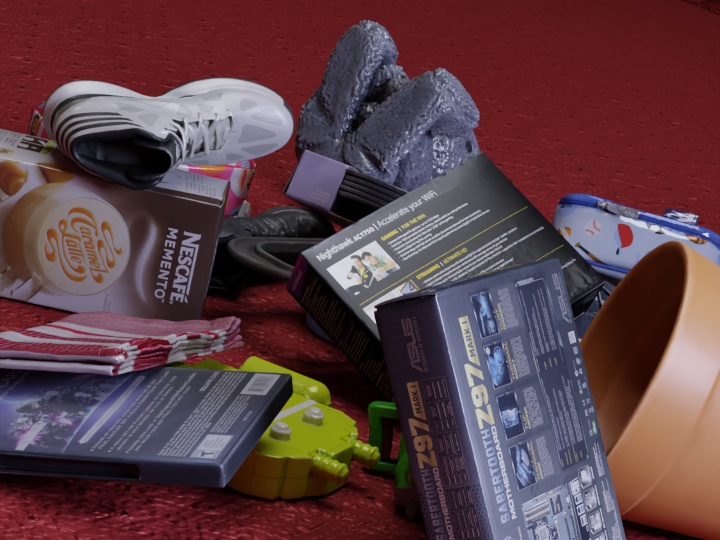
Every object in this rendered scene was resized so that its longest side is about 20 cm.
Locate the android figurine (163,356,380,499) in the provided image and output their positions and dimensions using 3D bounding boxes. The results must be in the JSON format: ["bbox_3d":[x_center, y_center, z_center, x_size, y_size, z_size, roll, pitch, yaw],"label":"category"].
[{"bbox_3d":[-0.085,0.103,1.390,0.200,0.041,0.182,19,17,26],"label":"android figurine"}]

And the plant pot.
[{"bbox_3d":[0.229,0.099,1.412,0.140,0.200,0.200,28,15,-8],"label":"plant pot"}]

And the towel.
[{"bbox_3d":[-0.183,0.047,1.395,0.144,0.023,0.200,2,4,20],"label":"towel"}]

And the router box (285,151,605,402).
[{"bbox_3d":[0.067,0.010,1.566,0.200,0.051,0.149,-29,69,-33],"label":"router box"}]

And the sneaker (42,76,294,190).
[{"bbox_3d":[-0.136,-0.094,1.575,0.200,0.076,0.115,-1,29,-21],"label":"sneaker"}]

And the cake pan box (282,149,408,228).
[{"bbox_3d":[0.052,-0.035,1.825,0.184,0.052,0.200,21,-3,32],"label":"cake pan box"}]

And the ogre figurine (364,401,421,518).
[{"bbox_3d":[0.059,0.091,1.397,0.098,0.120,0.200,13,17,-16],"label":"ogre figurine"}]

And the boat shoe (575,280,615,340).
[{"bbox_3d":[0.181,0.032,1.693,0.200,0.062,0.075,22,11,-42],"label":"boat shoe"}]

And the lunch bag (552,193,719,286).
[{"bbox_3d":[0.234,-0.004,1.792,0.160,0.076,0.200,17,-14,12],"label":"lunch bag"}]

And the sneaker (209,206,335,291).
[{"bbox_3d":[-0.104,-0.014,1.732,0.200,0.060,0.104,1,18,-20],"label":"sneaker"}]

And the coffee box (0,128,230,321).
[{"bbox_3d":[-0.211,-0.031,1.600,0.200,0.114,0.080,12,16,-2],"label":"coffee box"}]

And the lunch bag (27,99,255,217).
[{"bbox_3d":[-0.199,-0.096,1.882,0.200,0.082,0.176,6,18,-24],"label":"lunch bag"}]

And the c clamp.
[{"bbox_3d":[0.000,0.000,1.640,0.200,0.027,0.171,2,20,-34],"label":"c clamp"}]

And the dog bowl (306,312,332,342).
[{"bbox_3d":[0.040,0.045,1.659,0.200,0.050,0.111,24,20,31],"label":"dog bowl"}]

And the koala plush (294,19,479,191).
[{"bbox_3d":[0.050,-0.119,2.080,0.200,0.184,0.177,26,11,-49],"label":"koala plush"}]

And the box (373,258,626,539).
[{"bbox_3d":[0.089,0.101,1.253,0.051,0.200,0.158,-14,1,33],"label":"box"}]

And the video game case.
[{"bbox_3d":[-0.158,0.093,1.289,0.200,0.019,0.143,1,20,16],"label":"video game case"}]
